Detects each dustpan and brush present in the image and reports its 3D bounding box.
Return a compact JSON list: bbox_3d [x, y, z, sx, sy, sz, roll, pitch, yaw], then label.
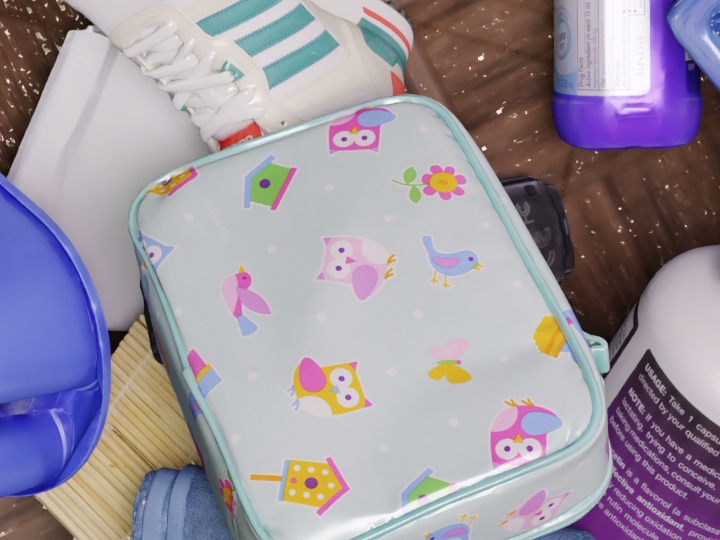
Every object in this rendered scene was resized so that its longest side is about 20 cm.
[{"bbox_3d":[-0.057,-0.014,1.163,0.200,0.057,0.140,26,108,3],"label":"dustpan and brush"}]

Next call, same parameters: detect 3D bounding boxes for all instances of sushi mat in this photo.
[{"bbox_3d":[-0.054,0.121,1.113,0.200,0.012,0.096,44,99,11],"label":"sushi mat"}]

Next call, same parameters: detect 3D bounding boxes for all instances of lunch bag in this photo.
[{"bbox_3d":[0.007,0.033,1.023,0.160,0.077,0.200,-20,58,-9],"label":"lunch bag"}]

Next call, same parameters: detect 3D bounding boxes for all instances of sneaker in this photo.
[{"bbox_3d":[-0.053,-0.086,1.083,0.070,0.200,0.093,-16,65,40],"label":"sneaker"}]

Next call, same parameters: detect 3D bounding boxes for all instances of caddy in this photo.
[{"bbox_3d":[-0.192,0.016,1.110,0.200,0.105,0.141,41,124,22],"label":"caddy"}]

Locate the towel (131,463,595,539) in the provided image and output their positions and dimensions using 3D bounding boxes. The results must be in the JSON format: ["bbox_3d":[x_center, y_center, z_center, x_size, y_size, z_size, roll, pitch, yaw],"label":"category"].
[{"bbox_3d":[-0.001,0.143,1.059,0.200,0.049,0.112,7,97,22],"label":"towel"}]

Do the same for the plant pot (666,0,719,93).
[{"bbox_3d":[0.273,-0.115,1.062,0.200,0.180,0.200,-39,95,30],"label":"plant pot"}]

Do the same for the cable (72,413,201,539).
[{"bbox_3d":[-0.033,0.144,1.150,0.200,0.069,0.200,36,97,10],"label":"cable"}]

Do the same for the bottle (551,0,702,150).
[{"bbox_3d":[0.114,-0.154,1.124,0.065,0.084,0.200,-2,98,1],"label":"bottle"}]

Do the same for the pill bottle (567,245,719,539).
[{"bbox_3d":[0.143,0.069,1.054,0.112,0.112,0.200,27,126,-3],"label":"pill bottle"}]

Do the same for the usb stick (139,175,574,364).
[{"bbox_3d":[0.000,0.000,1.135,0.200,0.033,0.056,-12,89,-22],"label":"usb stick"}]
